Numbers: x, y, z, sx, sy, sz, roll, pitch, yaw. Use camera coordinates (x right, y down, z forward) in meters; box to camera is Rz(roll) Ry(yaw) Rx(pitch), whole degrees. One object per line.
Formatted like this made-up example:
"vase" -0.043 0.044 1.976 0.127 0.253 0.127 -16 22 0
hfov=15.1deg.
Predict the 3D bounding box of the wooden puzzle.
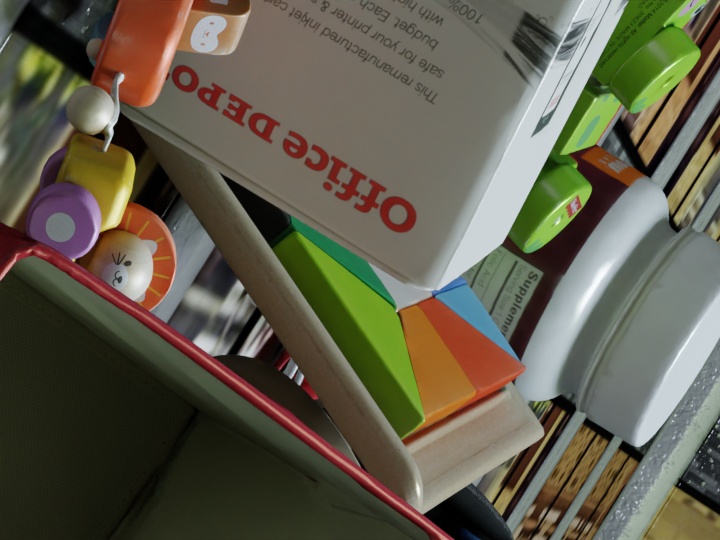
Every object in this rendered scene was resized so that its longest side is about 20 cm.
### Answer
"wooden puzzle" 0.000 0.000 1.064 0.037 0.186 0.200 -36 174 16

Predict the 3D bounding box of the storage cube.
"storage cube" -0.108 0.085 0.735 0.172 0.200 0.179 -56 -149 -6

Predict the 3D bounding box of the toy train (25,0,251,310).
"toy train" -0.082 -0.018 0.902 0.151 0.055 0.201 -78 -170 -50

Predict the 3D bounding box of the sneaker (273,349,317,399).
"sneaker" -0.019 0.062 1.359 0.201 0.078 0.115 -62 167 13

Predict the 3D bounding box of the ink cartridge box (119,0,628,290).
"ink cartridge box" 0.020 -0.118 0.940 0.201 0.145 0.084 -63 168 22

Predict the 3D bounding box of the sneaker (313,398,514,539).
"sneaker" 0.031 0.152 1.122 0.073 0.112 0.201 -35 115 -21

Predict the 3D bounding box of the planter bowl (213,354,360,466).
"planter bowl" -0.092 0.145 1.092 0.134 0.201 0.201 -12 139 -35

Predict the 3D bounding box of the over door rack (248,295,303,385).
"over door rack" -0.043 0.108 1.222 0.148 0.066 0.202 -161 -96 -69

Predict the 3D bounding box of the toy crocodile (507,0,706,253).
"toy crocodile" 0.086 -0.074 1.099 0.200 0.068 0.062 -53 164 27

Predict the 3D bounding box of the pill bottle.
"pill bottle" 0.066 -0.014 1.220 0.114 0.199 0.114 -53 166 -19
